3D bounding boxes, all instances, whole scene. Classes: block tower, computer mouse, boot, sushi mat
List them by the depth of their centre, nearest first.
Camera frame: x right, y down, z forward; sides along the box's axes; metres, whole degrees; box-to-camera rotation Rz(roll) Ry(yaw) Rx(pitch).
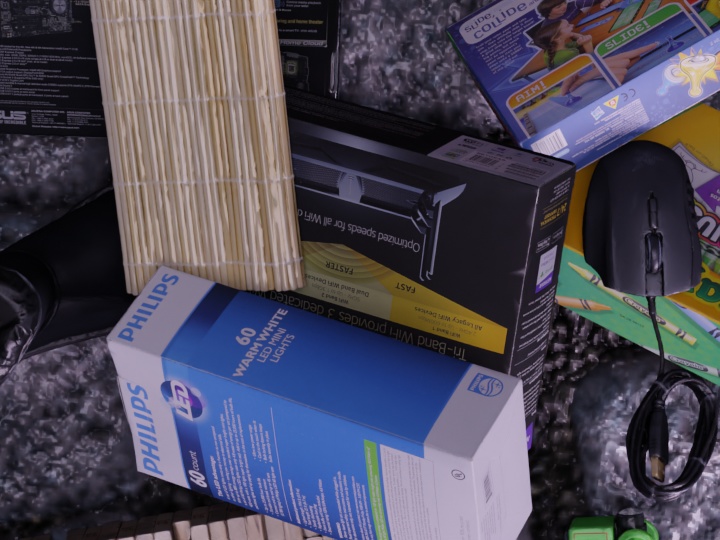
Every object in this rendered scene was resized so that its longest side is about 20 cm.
[{"bbox_3d":[0.144,0.018,1.218,0.058,0.034,0.201,-2,59,-4],"label":"computer mouse"},{"bbox_3d":[-0.084,-0.087,1.236,0.095,0.012,0.201,-3,101,16],"label":"sushi mat"},{"bbox_3d":[-0.160,0.012,1.286,0.200,0.168,0.077,-25,95,1],"label":"boot"},{"bbox_3d":[-0.099,0.161,1.357,0.199,0.054,0.058,-8,96,-1],"label":"block tower"}]

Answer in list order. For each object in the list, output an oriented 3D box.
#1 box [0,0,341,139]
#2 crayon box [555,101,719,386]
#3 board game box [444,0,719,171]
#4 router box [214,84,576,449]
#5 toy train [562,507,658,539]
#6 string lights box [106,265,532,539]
[{"bbox_3d":[-0.108,-0.143,1.294,0.199,0.044,0.161,2,129,-1],"label":"box"},{"bbox_3d":[0.184,-0.013,1.292,0.200,0.058,0.119,27,61,14],"label":"crayon box"},{"bbox_3d":[0.154,-0.135,1.294,0.200,0.135,0.035,-29,125,3],"label":"board game box"},{"bbox_3d":[0.000,0.000,1.266,0.199,0.052,0.158,17,113,22],"label":"router box"},{"bbox_3d":[0.141,0.230,1.375,0.056,0.042,0.201,-3,95,9],"label":"toy train"},{"bbox_3d":[-0.020,0.077,1.220,0.199,0.103,0.059,17,50,22],"label":"string lights box"}]
